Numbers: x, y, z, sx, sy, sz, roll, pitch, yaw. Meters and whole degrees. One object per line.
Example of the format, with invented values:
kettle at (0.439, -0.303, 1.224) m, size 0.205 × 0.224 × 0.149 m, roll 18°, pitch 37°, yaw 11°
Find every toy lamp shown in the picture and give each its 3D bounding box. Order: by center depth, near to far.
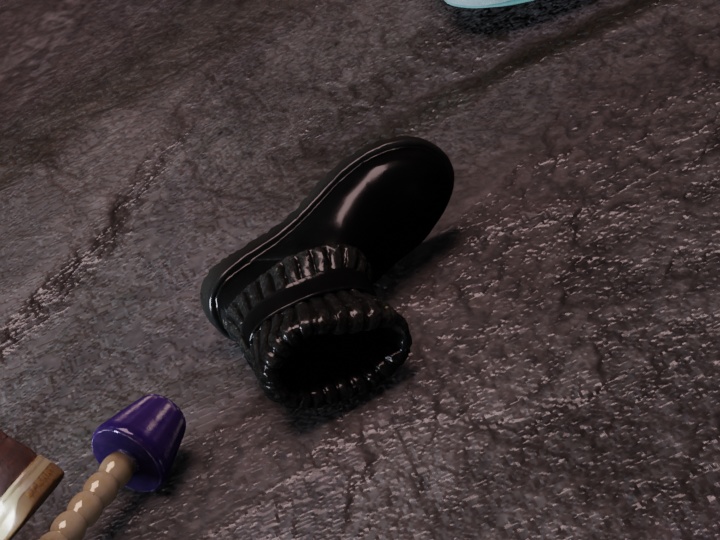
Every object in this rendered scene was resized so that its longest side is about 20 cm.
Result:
toy lamp at (-0.175, 0.155, 1.459) m, size 0.058 × 0.058 × 0.200 m, roll 4°, pitch 42°, yaw 36°

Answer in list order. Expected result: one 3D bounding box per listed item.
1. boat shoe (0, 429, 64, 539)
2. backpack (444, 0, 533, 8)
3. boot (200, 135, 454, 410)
boat shoe at (-0.255, 0.154, 1.413) m, size 0.200 × 0.072 × 0.072 m, roll -43°, pitch 8°, yaw 45°
backpack at (0.120, -0.305, 1.900) m, size 0.175 × 0.154 × 0.200 m, roll -15°, pitch 38°, yaw 2°
boot at (0.001, 0.002, 1.555) m, size 0.211 × 0.080 × 0.158 m, roll -39°, pitch 26°, yaw -8°
